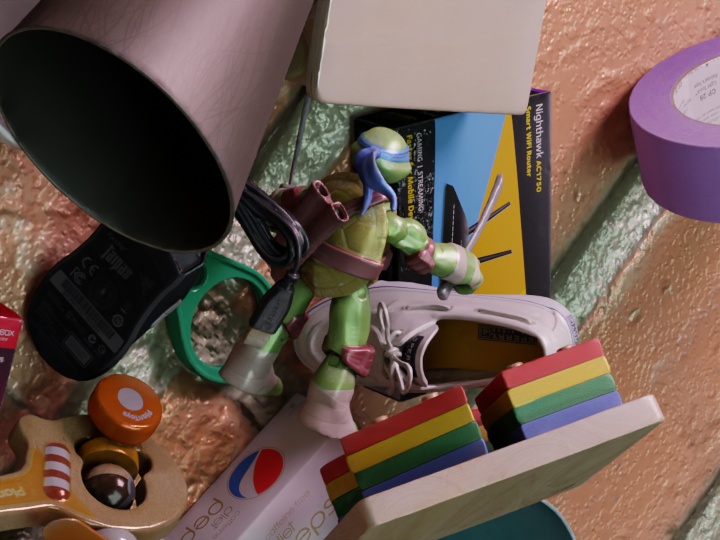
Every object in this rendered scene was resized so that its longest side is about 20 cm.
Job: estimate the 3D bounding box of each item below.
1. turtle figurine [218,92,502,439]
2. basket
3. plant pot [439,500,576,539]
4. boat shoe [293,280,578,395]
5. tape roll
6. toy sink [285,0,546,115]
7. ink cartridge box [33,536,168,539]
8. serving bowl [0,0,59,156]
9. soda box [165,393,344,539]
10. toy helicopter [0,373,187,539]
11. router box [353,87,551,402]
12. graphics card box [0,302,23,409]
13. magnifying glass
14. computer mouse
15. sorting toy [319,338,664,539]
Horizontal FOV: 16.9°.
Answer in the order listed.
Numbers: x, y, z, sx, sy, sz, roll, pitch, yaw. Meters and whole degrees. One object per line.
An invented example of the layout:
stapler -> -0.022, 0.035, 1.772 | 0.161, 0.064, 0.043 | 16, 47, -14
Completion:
turtle figurine -> 0.000, 0.000, 1.570 | 0.143, 0.200, 0.195 | 22, 100, -10
basket -> -0.102, -0.143, 1.412 | 0.181, 0.135, 0.200 | 57, 46, -36
plant pot -> 0.042, 0.232, 1.730 | 0.199, 0.135, 0.201 | -13, 112, -35
boat shoe -> 0.039, 0.054, 1.624 | 0.086, 0.201, 0.075 | -31, 121, -66
tape roll -> 0.301, -0.111, 1.789 | 0.200, 0.200, 0.066 | -30, 122, -28
toy sink -> 0.016, -0.179, 1.593 | 0.199, 0.112, 0.131 | -2, 105, -44
ink cartridge box -> -0.190, 0.273, 1.557 | 0.145, 0.083, 0.201 | -18, 123, -46
serving bowl -> -0.198, -0.170, 1.433 | 0.200, 0.066, 0.201 | -19, 112, -55
soda box -> -0.075, 0.184, 1.667 | 0.200, 0.064, 0.068 | -47, 128, -17
toy helicopter -> -0.189, 0.145, 1.469 | 0.199, 0.133, 0.079 | -7, 145, -41
router box -> 0.068, -0.023, 1.723 | 0.149, 0.051, 0.201 | -16, 114, -37
graphics card box -> -0.290, 0.109, 1.475 | 0.125, 0.051, 0.201 | 10, 99, -42
magnifying glass -> -0.117, -0.003, 1.602 | 0.080, 0.022, 0.200 | -47, 130, -18
computer mouse -> -0.113, 0.008, 1.513 | 0.200, 0.140, 0.046 | -52, 169, 25
sorting toy -> 0.065, 0.118, 1.539 | 0.198, 0.200, 0.070 | -19, 78, -16
